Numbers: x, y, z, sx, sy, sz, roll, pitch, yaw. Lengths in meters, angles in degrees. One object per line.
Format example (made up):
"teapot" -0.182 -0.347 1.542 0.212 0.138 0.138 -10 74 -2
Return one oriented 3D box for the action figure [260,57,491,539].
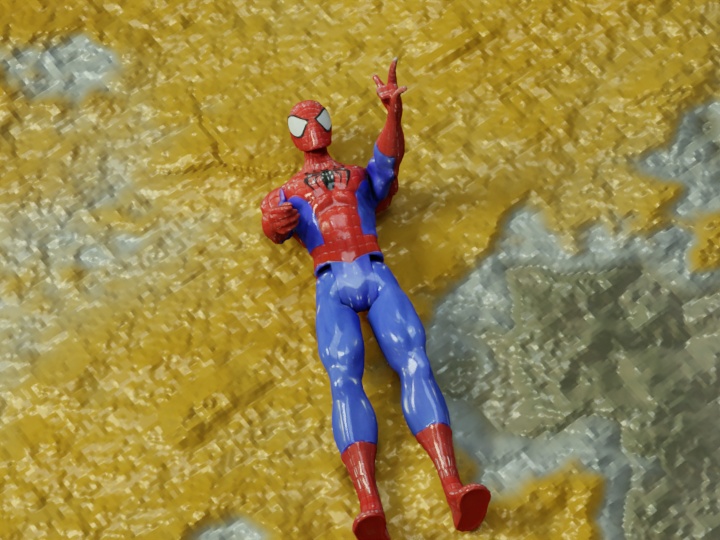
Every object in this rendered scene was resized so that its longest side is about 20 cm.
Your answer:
"action figure" 0.000 0.000 1.012 0.065 0.099 0.200 -13 58 -7
